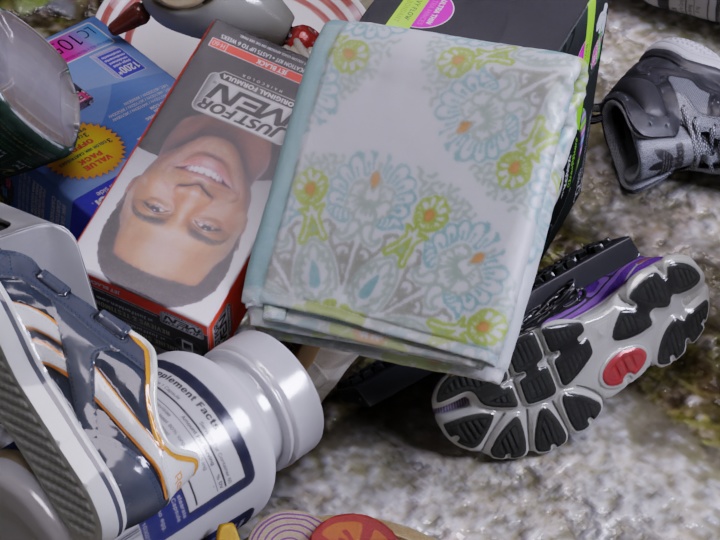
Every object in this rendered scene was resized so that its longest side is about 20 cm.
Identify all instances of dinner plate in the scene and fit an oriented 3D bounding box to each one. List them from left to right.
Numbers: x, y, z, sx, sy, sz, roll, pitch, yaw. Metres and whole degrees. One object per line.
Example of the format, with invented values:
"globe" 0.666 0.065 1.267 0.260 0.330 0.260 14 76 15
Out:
"dinner plate" -0.089 -0.159 1.941 0.200 0.024 0.200 4 42 -3

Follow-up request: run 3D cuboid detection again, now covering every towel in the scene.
"towel" 0.031 -0.042 1.615 0.171 0.048 0.200 12 81 23

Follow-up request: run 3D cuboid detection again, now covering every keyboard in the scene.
"keyboard" 0.081 0.029 1.676 0.200 0.021 0.127 -29 9 -15

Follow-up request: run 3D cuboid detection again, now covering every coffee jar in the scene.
"coffee jar" -0.283 -0.087 1.725 0.200 0.104 0.085 -20 57 22

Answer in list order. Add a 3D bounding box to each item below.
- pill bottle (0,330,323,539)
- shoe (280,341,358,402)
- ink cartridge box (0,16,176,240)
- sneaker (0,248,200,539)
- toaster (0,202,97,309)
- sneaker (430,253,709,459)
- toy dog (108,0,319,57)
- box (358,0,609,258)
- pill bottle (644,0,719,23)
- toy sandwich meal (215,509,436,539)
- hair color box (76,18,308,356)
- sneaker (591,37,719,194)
"pill bottle" -0.120 0.114 1.577 0.200 0.111 0.111 -31 54 -34
"shoe" 0.000 0.000 1.682 0.200 0.053 0.070 -55 35 -1
"ink cartridge box" -0.163 -0.067 1.798 0.136 0.076 0.200 -31 55 -33
"sneaker" -0.163 0.050 1.490 0.079 0.078 0.200 -28 79 -27
"toaster" -0.271 0.030 1.606 0.200 0.119 0.181 -20 21 -28
"sneaker" 0.125 0.051 1.716 0.200 0.081 0.083 -26 20 -23
"toy dog" -0.087 -0.149 1.829 0.200 0.096 0.132 47 15 9
"box" 0.074 -0.101 1.765 0.124 0.200 0.149 19 44 14
"pill bottle" 0.267 -0.236 1.996 0.200 0.113 0.113 17 44 11
"toy sandwich meal" -0.005 0.198 1.528 0.205 0.070 0.205 3 43 -3
"hair color box" -0.090 -0.048 1.691 0.101 0.061 0.200 23 63 11
"sneaker" 0.240 -0.081 1.858 0.114 0.076 0.200 -31 48 -32
